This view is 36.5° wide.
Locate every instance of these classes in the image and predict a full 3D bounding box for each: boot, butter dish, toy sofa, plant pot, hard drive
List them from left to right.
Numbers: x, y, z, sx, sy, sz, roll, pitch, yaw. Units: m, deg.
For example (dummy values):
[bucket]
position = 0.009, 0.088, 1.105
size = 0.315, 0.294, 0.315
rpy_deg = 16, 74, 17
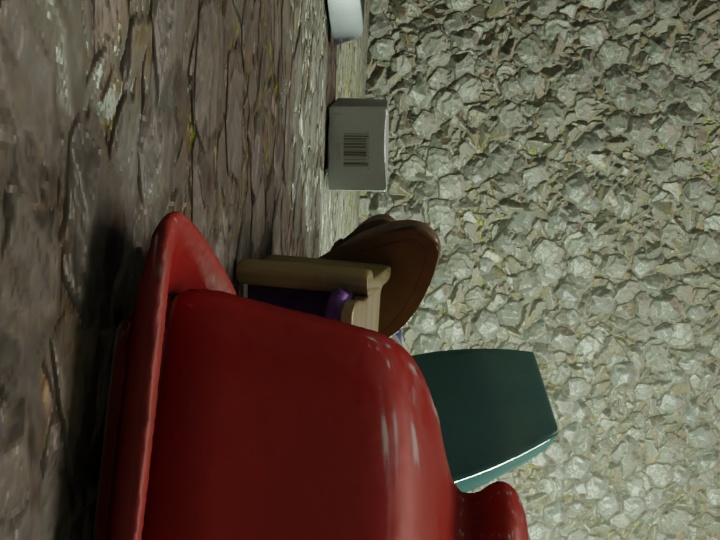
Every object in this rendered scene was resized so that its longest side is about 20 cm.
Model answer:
[toy sofa]
position = -0.035, 0.094, 0.657
size = 0.098, 0.082, 0.202
rpy_deg = -32, 126, -72
[butter dish]
position = -0.011, 0.097, 0.404
size = 0.200, 0.146, 0.202
rpy_deg = 90, 3, -77
[hard drive]
position = -0.015, -0.352, 1.292
size = 0.200, 0.042, 0.136
rpy_deg = 74, 19, -85
[boot]
position = 0.000, 0.000, 0.774
size = 0.200, 0.070, 0.146
rpy_deg = -37, -170, 34
[plant pot]
position = 0.095, 0.160, 1.141
size = 0.142, 0.198, 0.142
rpy_deg = 88, -13, -70

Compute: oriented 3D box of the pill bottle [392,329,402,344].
[pill bottle]
position = -0.005, 0.128, 1.363
size = 0.112, 0.111, 0.201
rpy_deg = 91, 3, -49

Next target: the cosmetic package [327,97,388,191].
[cosmetic package]
position = -0.001, -0.174, 1.487
size = 0.200, 0.080, 0.114
rpy_deg = -77, 168, -76
